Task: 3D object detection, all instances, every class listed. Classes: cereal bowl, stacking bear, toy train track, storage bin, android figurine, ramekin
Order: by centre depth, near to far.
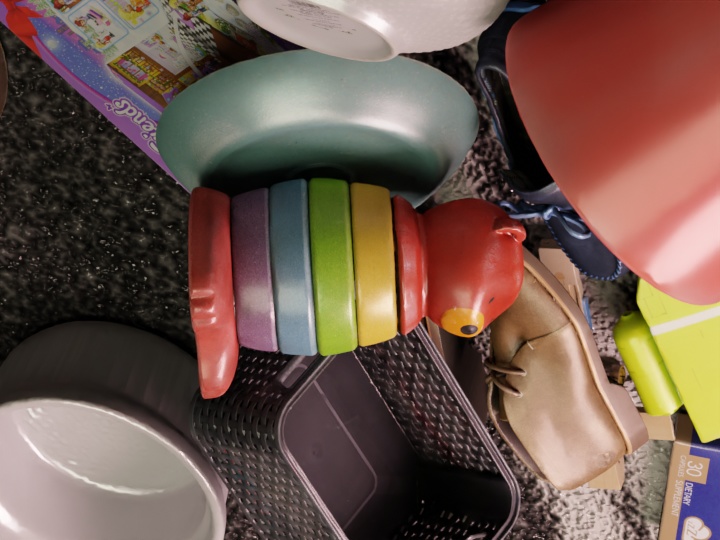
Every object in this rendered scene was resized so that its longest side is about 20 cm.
[{"bbox_3d":[-0.012,-0.171,1.363,0.199,0.084,0.200,18,170,3],"label":"cereal bowl"},{"bbox_3d":[0.000,0.000,1.474,0.198,0.114,0.122,-3,146,-1],"label":"stacking bear"},{"bbox_3d":[0.249,0.033,1.557,0.181,0.041,0.201,-20,113,20],"label":"android figurine"},{"bbox_3d":[-0.002,0.121,1.584,0.093,0.135,0.201,4,134,49],"label":"storage bin"},{"bbox_3d":[0.149,0.058,1.637,0.114,0.033,0.201,2,127,24],"label":"toy train track"},{"bbox_3d":[-0.182,0.129,1.746,0.199,0.098,0.202,8,133,9],"label":"ramekin"}]

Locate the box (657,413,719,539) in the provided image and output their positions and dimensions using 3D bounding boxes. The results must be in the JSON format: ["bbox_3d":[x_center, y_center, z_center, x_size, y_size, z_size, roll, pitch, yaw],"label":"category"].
[{"bbox_3d":[0.307,0.164,1.689,0.198,0.033,0.122,8,133,7],"label":"box"}]

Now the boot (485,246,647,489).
[{"bbox_3d":[0.107,0.055,1.564,0.075,0.074,0.201,-36,113,-10],"label":"boot"}]

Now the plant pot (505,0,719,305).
[{"bbox_3d":[0.209,-0.109,1.366,0.177,0.201,0.200,-37,115,27],"label":"plant pot"}]

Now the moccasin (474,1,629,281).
[{"bbox_3d":[0.109,-0.067,1.494,0.080,0.068,0.201,-3,129,39],"label":"moccasin"}]

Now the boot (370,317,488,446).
[{"bbox_3d":[0.034,0.042,1.627,0.075,0.074,0.201,7,137,17],"label":"boot"}]

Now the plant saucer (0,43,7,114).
[{"bbox_3d":[-0.326,-0.134,1.588,0.198,0.032,0.201,9,134,9],"label":"plant saucer"}]

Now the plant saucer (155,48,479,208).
[{"bbox_3d":[-0.025,-0.069,1.503,0.198,0.036,0.200,-3,155,-2],"label":"plant saucer"}]

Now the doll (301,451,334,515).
[{"bbox_3d":[-0.036,0.125,1.689,0.048,0.137,0.200,-30,140,6],"label":"doll"}]

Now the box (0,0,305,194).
[{"bbox_3d":[-0.122,-0.147,1.511,0.136,0.039,0.200,-29,120,35],"label":"box"}]
